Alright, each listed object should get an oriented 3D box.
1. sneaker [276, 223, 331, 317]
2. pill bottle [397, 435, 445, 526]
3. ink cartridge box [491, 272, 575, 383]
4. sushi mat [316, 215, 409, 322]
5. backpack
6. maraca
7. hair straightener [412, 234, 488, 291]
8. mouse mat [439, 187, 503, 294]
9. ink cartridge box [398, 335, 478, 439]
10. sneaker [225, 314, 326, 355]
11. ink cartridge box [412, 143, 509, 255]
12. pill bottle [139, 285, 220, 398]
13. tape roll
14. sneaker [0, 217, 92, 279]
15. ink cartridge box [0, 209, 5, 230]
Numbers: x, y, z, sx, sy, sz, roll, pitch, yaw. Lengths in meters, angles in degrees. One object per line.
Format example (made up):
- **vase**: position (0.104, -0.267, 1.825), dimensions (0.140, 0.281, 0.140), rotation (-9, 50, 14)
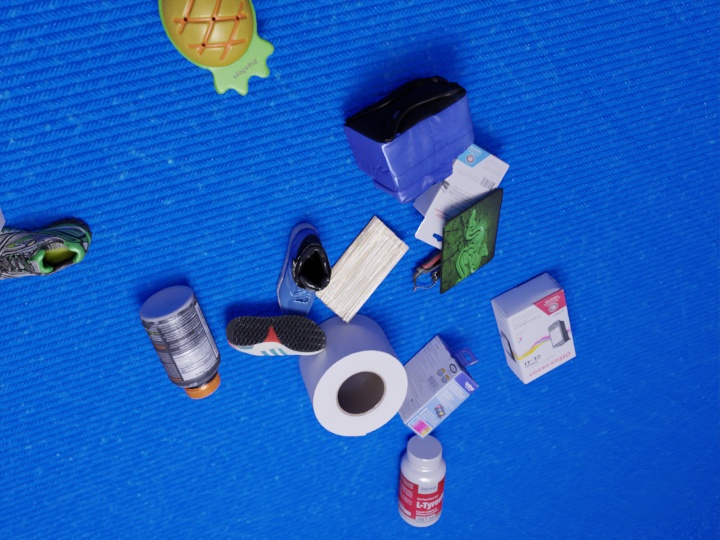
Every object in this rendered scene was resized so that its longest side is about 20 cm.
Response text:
- **sneaker**: position (-0.106, 0.027, 1.197), dimensions (0.075, 0.112, 0.205), rotation (5, 115, -21)
- **pill bottle**: position (0.147, 0.499, 1.533), dimensions (0.109, 0.113, 0.205), rotation (-7, 119, -15)
- **ink cartridge box**: position (0.392, 0.131, 1.445), dimensions (0.145, 0.086, 0.203), rotation (-26, 121, -5)
- **sushi mat**: position (0.000, 0.000, 1.262), dimensions (0.095, 0.012, 0.201), rotation (38, 100, -12)
- **backpack**: position (0.094, -0.232, 1.111), dimensions (0.198, 0.162, 0.170), rotation (-36, 133, -13)
- **maraca**: position (-0.213, -0.361, 0.958), dimensions (0.136, 0.107, 0.201), rotation (-36, 123, 1)
- **hair straightener**: position (0.185, -0.018, 1.316), dimensions (0.199, 0.041, 0.077), rotation (-42, 123, -2)
- **mouse mat**: position (0.217, -0.055, 1.264), dimensions (0.159, 0.008, 0.203), rotation (-32, 143, -23)
- **ink cartridge box**: position (0.162, 0.239, 1.388), dimensions (0.200, 0.137, 0.076), rotation (-45, 124, 8)
- **sneaker**: position (-0.166, 0.130, 1.248), dimensions (0.194, 0.093, 0.072), rotation (5, 74, -14)
- **ink cartridge box**: position (0.181, -0.146, 1.234), dimensions (0.114, 0.068, 0.203), rotation (21, 108, -29)
- **pill bottle**: position (-0.322, 0.139, 1.182), dimensions (0.104, 0.107, 0.204), rotation (-19, 121, -8)
- **tape roll**: position (-0.017, 0.211, 1.308), dimensions (0.197, 0.140, 0.208), rotation (-9, 120, -15)
- **sneaker**: position (-0.537, -0.027, 1.031), dimensions (0.195, 0.086, 0.080), rotation (-18, 122, -9)
- **ink cartridge box**: position (-0.615, -0.051, 0.921), dimensions (0.141, 0.201, 0.086), rotation (-13, 121, -12)
